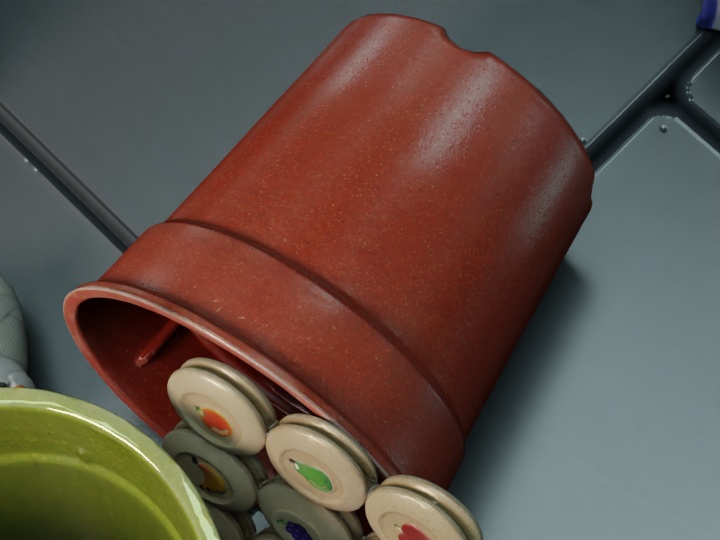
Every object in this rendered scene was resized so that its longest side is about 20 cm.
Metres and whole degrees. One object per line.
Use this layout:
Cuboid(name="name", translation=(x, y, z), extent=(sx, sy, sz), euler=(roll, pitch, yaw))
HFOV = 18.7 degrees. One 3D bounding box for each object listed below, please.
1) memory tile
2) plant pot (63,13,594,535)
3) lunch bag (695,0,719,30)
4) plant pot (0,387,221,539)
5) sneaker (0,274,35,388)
Cuboid(name="memory tile", translation=(-0.026, 0.124, 0.969), extent=(0.153, 0.200, 0.017), euler=(30, 57, 13))
Cuboid(name="plant pot", translation=(0.000, 0.000, 1.018), extent=(0.200, 0.201, 0.195), euler=(31, 69, 15))
Cuboid(name="lunch bag", translation=(0.253, -0.196, 1.043), extent=(0.169, 0.200, 0.124), euler=(5, 72, 8))
Cuboid(name="plant pot", translation=(-0.139, 0.174, 0.964), extent=(0.199, 0.190, 0.201), euler=(-2, 71, 6))
Cuboid(name="sneaker", translation=(-0.256, 0.053, 1.089), extent=(0.199, 0.076, 0.092), euler=(-9, 51, 4))
